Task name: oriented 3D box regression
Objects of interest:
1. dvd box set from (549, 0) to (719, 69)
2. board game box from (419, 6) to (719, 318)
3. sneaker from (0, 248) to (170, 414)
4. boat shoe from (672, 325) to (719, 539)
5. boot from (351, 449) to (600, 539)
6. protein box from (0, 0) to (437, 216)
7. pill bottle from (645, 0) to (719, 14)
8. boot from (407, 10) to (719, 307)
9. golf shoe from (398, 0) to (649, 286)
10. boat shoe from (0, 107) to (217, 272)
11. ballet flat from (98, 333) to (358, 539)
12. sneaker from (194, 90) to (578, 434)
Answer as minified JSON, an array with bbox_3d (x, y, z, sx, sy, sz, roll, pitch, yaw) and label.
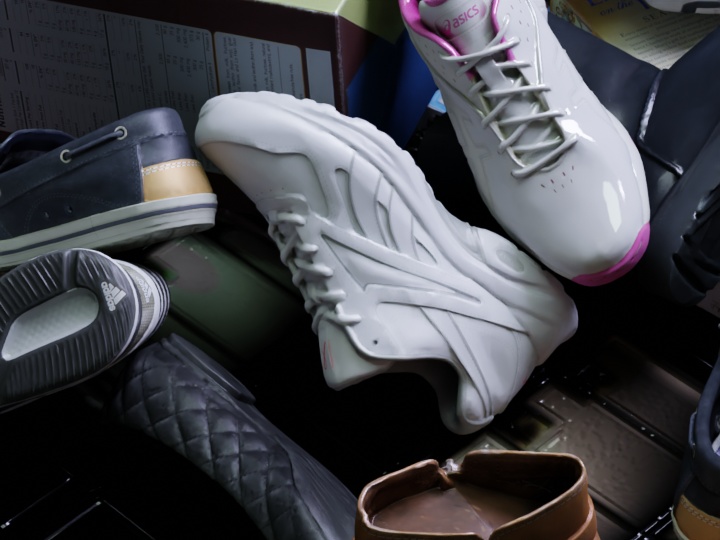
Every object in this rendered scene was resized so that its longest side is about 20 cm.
[{"bbox_3d":[0.205,-0.100,1.422,0.146,0.029,0.200,-21,47,-21],"label":"dvd box set"},{"bbox_3d":[0.148,-0.062,1.430,0.200,0.034,0.134,31,50,29],"label":"board game box"},{"bbox_3d":[-0.175,0.045,1.300,0.200,0.115,0.076,-18,85,14],"label":"sneaker"},{"bbox_3d":[0.194,0.050,1.278,0.074,0.062,0.200,16,44,20],"label":"boat shoe"},{"bbox_3d":[0.084,0.126,1.135,0.199,0.155,0.074,-16,44,-17],"label":"boot"},{"bbox_3d":[-0.065,-0.145,1.406,0.199,0.135,0.199,12,44,17],"label":"protein box"},{"bbox_3d":[0.188,-0.186,1.402,0.199,0.120,0.120,2,42,1],"label":"pill bottle"},{"bbox_3d":[0.134,-0.097,1.347,0.168,0.076,0.200,30,82,32],"label":"boot"},{"bbox_3d":[0.062,-0.083,1.280,0.075,0.091,0.200,-33,66,12],"label":"golf shoe"},{"bbox_3d":[-0.150,-0.033,1.324,0.199,0.063,0.074,-12,-2,37],"label":"boat shoe"},{"bbox_3d":[-0.043,0.102,1.249,0.057,0.066,0.200,-51,52,6],"label":"ballet flat"},{"bbox_3d":[0.000,0.000,1.282,0.200,0.078,0.100,36,73,-8],"label":"sneaker"}]
